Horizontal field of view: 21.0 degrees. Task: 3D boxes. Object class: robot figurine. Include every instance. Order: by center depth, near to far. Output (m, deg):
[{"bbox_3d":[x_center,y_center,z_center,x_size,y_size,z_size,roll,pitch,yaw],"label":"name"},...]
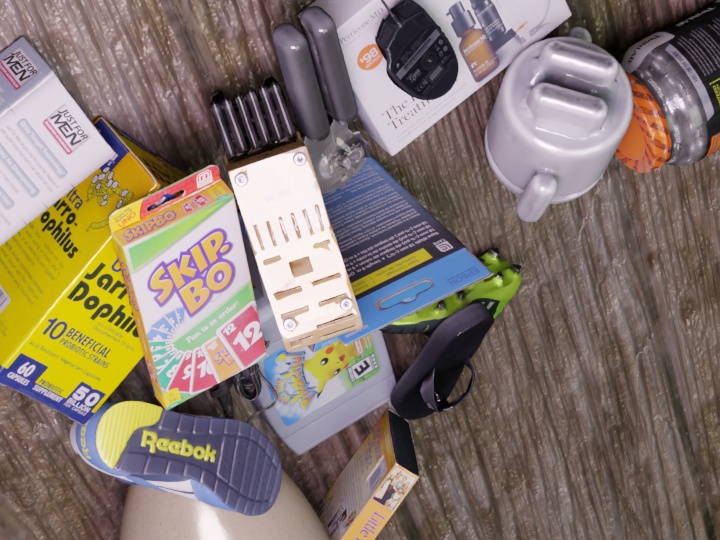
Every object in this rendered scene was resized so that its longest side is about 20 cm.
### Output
[{"bbox_3d":[0.169,-0.127,1.675,0.200,0.113,0.170,103,6,-70],"label":"robot figurine"}]

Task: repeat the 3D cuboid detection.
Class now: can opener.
[{"bbox_3d":[-0.038,-0.139,1.559,0.053,0.067,0.200,-33,144,-13],"label":"can opener"}]

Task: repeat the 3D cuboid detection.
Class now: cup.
[{"bbox_3d":[-0.132,0.224,1.717,0.200,0.200,0.143,-23,114,-20],"label":"cup"}]

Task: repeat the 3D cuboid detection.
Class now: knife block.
[{"bbox_3d":[-0.062,-0.050,1.529,0.064,0.176,0.200,-18,98,-1],"label":"knife block"}]

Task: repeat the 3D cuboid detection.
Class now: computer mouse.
[{"bbox_3d":[0.015,-0.206,1.524,0.059,0.034,0.200,-46,129,-9],"label":"computer mouse"}]

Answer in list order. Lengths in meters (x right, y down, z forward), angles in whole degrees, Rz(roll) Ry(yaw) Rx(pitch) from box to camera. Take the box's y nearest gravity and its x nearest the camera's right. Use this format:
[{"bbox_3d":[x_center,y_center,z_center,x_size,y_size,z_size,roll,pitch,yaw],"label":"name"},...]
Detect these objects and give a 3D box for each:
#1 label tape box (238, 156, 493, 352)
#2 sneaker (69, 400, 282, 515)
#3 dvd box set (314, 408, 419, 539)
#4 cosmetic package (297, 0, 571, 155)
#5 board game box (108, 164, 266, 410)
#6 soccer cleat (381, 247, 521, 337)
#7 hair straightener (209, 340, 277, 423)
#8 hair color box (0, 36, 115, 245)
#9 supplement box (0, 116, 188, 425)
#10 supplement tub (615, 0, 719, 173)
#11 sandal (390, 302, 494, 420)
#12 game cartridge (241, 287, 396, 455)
[{"bbox_3d":[0.000,0.000,1.612,0.144,0.200,0.063,-25,134,-18],"label":"label tape box"},{"bbox_3d":[-0.151,0.151,1.604,0.200,0.082,0.074,25,70,-37],"label":"sneaker"},{"bbox_3d":[-0.015,0.239,1.837,0.029,0.146,0.200,32,102,-11],"label":"dvd box set"},{"bbox_3d":[0.065,-0.212,1.607,0.200,0.052,0.151,-39,134,-5],"label":"cosmetic package"},{"bbox_3d":[-0.131,0.015,1.496,0.095,0.030,0.200,-28,135,-19],"label":"board game box"},{"bbox_3d":[0.073,0.037,1.777,0.200,0.068,0.081,-15,138,-45],"label":"soccer cleat"},{"bbox_3d":[-0.115,0.075,1.675,0.041,0.077,0.200,-57,148,-38],"label":"hair straightener"},{"bbox_3d":[-0.294,-0.069,1.444,0.200,0.061,0.099,-38,137,-5],"label":"hair color box"},{"bbox_3d":[-0.211,0.001,1.524,0.200,0.110,0.109,-50,137,6],"label":"supplement box"},{"bbox_3d":[0.319,-0.175,1.770,0.200,0.123,0.123,-28,135,-17],"label":"supplement tub"},{"bbox_3d":[0.077,0.096,1.781,0.076,0.043,0.200,-28,162,-22],"label":"sandal"},{"bbox_3d":[-0.043,0.078,1.764,0.133,0.040,0.200,-28,135,-11],"label":"game cartridge"}]
